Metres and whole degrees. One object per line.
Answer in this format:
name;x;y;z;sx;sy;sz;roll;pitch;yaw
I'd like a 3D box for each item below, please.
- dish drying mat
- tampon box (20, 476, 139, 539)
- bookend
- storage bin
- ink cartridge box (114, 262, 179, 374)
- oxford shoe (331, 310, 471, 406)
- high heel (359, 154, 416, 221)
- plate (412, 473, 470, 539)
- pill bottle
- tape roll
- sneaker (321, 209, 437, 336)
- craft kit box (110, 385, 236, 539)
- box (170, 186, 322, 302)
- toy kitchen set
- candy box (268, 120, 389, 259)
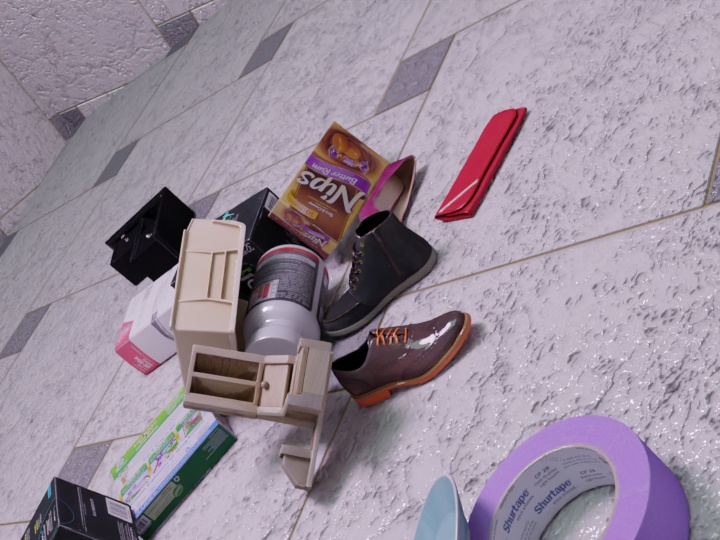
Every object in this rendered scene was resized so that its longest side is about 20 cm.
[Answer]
dish drying mat;0.173;-0.155;1.597;0.076;0.018;0.202;-10;45;54
tampon box;-0.405;0.419;1.522;0.202;0.125;0.150;-61;24;6
bookend;-0.454;-0.042;2.343;0.199;0.092;0.200;-39;27;20
storage bin;-0.212;0.061;1.631;0.092;0.201;0.201;2;54;1
ink cartridge box;-0.340;0.073;2.007;0.199;0.083;0.148;-34;28;27
oxford shoe;0.048;0.099;1.367;0.199;0.072;0.072;-34;28;26
high heel;0.052;-0.106;1.664;0.096;0.067;0.201;-49;10;20
plate;0.071;0.291;1.025;0.200;0.025;0.204;-167;89;-84
pill bottle;-0.110;0.065;1.616;0.115;0.116;0.202;-33;28;27
tape roll;0.185;0.229;0.975;0.199;0.066;0.202;-36;28;23
sneaker;0.000;0.000;1.545;0.199;0.106;0.075;-39;26;17
craft kit box;-0.287;0.279;1.679;0.200;0.048;0.197;-48;28;-2
box;-0.181;-0.011;1.798;0.198;0.148;0.126;-27;33;36
toy kitchen set;-0.135;0.174;1.374;0.200;0.177;0.166;115;164;-74
candy box;-0.047;-0.129;1.761;0.201;0.116;0.057;-59;7;-35
